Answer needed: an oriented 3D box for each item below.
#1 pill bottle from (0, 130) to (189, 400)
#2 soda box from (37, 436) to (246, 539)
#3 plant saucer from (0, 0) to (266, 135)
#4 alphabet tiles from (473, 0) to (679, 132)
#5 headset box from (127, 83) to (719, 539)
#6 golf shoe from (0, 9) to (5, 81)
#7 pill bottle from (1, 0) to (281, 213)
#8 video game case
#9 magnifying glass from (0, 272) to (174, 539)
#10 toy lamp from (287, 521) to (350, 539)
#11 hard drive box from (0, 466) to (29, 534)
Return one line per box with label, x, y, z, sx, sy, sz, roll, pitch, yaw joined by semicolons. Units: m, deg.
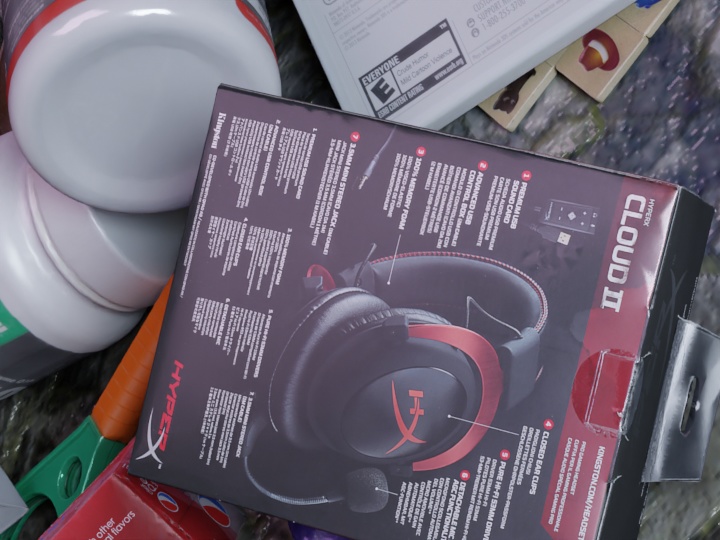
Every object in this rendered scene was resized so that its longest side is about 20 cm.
pill bottle;-0.172;-0.001;1.040;0.199;0.113;0.114;-26;50;33
soda box;-0.140;0.163;0.928;0.200;0.063;0.070;-47;4;14
plant saucer;-0.114;-0.128;1.122;0.199;0.032;0.202;-24;51;33
alphabet tiles;0.101;-0.162;0.949;0.200;0.006;0.166;-53;42;7
headset box;0.032;0.028;0.782;0.198;0.075;0.150;13;90;20
golf shoe;-0.284;-0.099;1.223;0.200;0.097;0.079;-36;47;26
pill bottle;-0.102;-0.130;0.957;0.116;0.116;0.201;-37;39;22
video game case;0.045;-0.174;0.932;0.199;0.023;0.183;-32;74;28
magnifying glass;-0.124;0.090;0.985;0.201;0.022;0.080;-60;35;16
toy lamp;-0.044;0.150;0.868;0.200;0.058;0.058;-48;42;16
hard drive box;-0.277;0.103;1.025;0.199;0.156;0.077;-32;3;37
